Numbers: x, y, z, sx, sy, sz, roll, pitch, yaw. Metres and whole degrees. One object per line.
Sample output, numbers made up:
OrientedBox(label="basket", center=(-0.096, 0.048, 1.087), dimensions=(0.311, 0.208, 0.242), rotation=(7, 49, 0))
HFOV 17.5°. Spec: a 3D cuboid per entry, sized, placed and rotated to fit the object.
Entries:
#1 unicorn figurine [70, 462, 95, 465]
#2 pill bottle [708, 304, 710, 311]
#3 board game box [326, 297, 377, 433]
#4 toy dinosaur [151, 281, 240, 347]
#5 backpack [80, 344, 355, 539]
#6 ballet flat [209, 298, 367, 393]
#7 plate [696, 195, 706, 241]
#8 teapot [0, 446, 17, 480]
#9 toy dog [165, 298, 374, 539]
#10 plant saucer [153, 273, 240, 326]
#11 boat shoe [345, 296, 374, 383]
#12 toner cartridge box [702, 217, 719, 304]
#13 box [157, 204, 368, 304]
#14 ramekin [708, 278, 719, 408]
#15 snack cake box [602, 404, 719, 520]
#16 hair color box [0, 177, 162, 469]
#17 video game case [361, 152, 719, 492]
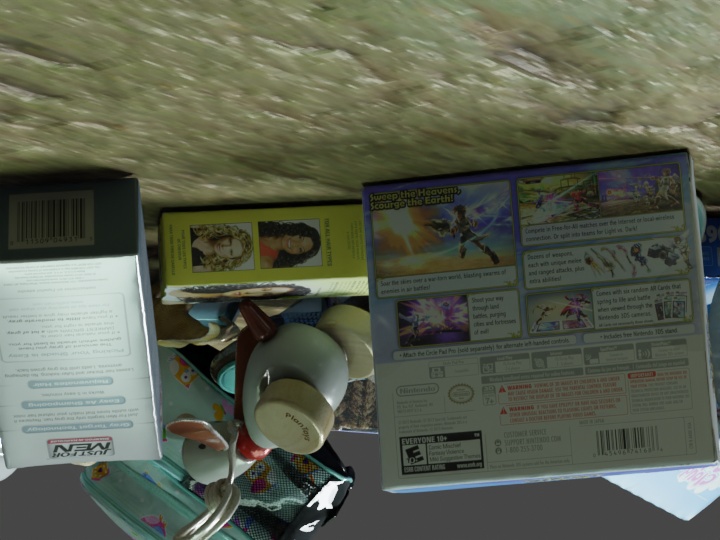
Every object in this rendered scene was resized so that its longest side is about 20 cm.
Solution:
OrientedBox(label="unicorn figurine", center=(-0.227, 0.047, 1.529), dimensions=(0.137, 0.201, 0.074), rotation=(-47, 159, 31))
OrientedBox(label="pill bottle", center=(0.282, 0.052, 1.784), dimensions=(0.199, 0.112, 0.110), rotation=(-12, 168, 40))
OrientedBox(label="board game box", center=(0.045, 0.076, 1.759), dimensions=(0.158, 0.098, 0.200), rotation=(4, 176, -5))
OrientedBox(label="toy dinosaur", center=(-0.124, 0.035, 1.561), dimensions=(0.101, 0.059, 0.199), rotation=(-19, -160, -37))
OrientedBox(label="backpack", center=(-0.124, 0.130, 1.709), dimensions=(0.153, 0.200, 0.176), rotation=(-45, -172, -4))
OrientedBox(label="ballet flat", center=(-0.008, 0.044, 1.630), dimensions=(0.198, 0.075, 0.074), rotation=(-4, 171, -6))
OrientedBox(label="plate", center=(0.133, 0.006, 1.507), dimensions=(0.199, 0.026, 0.201), rotation=(-25, 151, -15))
OrientedBox(label="teapot", center=(-0.308, 0.103, 1.738), dimensions=(0.199, 0.147, 0.197), rotation=(6, 166, -43))
OrientedBox(label="toy dog", center=(-0.075, 0.078, 1.518), dimensions=(0.200, 0.096, 0.132), rotation=(-41, -169, 30))
OrientedBox(label="plant saucer", center=(-0.124, 0.026, 1.732), dimensions=(0.069, 0.019, 0.200), rotation=(2, 169, -7))
OrientedBox(label="boat shoe", center=(0.079, 0.007, 1.563), dimensions=(0.199, 0.074, 0.075), rotation=(-21, 146, -17))
OrientedBox(label="toner cartridge box", center=(0.213, 0.003, 1.669), dimensions=(0.094, 0.044, 0.200), rotation=(0, 170, -27))
OrientedBox(label="box", center=(-0.027, -0.011, 1.469), dimensions=(0.198, 0.051, 0.075), rotation=(-3, 171, -7))
OrientedBox(label="ramekin", center=(0.320, 0.048, 1.549), dimensions=(0.199, 0.202, 0.105), rotation=(3, 177, -36))
OrientedBox(label="snack cake box", center=(0.175, 0.082, 1.518), dimensions=(0.067, 0.115, 0.200), rotation=(-39, 151, 12))
OrientedBox(label="hair color box", center=(-0.172, 0.035, 1.384), dimensions=(0.098, 0.061, 0.201), rotation=(-3, 140, -3))
OrientedBox(label="video game case", center=(0.106, 0.033, 1.383), dimensions=(0.198, 0.183, 0.045), rotation=(-5, 172, 10))
